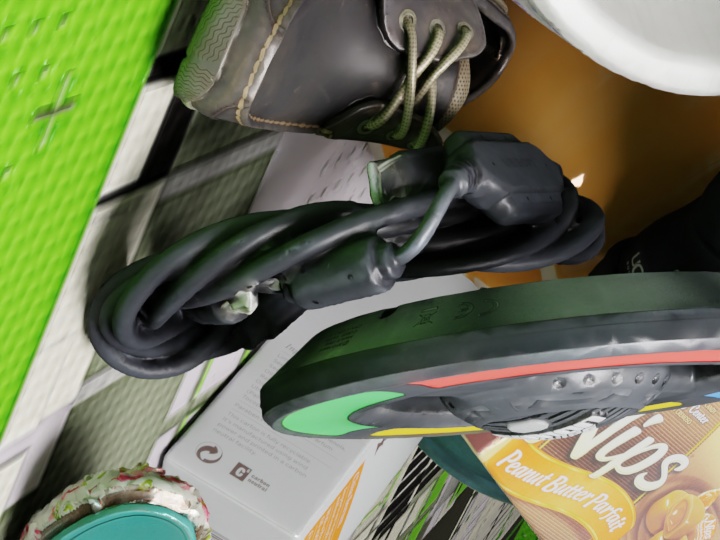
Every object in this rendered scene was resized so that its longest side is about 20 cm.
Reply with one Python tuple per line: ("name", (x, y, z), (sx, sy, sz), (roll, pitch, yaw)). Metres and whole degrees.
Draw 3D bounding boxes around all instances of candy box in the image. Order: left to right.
("candy box", (0.126, 0.087, 0.947), (0.115, 0.055, 0.200), (-36, 138, 0))

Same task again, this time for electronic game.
("electronic game", (0.065, 0.036, 0.647), (0.200, 0.200, 0.042), (50, 34, -78))

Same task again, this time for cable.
("cable", (0.000, 0.000, 0.669), (0.163, 0.051, 0.200), (-23, 176, 22))

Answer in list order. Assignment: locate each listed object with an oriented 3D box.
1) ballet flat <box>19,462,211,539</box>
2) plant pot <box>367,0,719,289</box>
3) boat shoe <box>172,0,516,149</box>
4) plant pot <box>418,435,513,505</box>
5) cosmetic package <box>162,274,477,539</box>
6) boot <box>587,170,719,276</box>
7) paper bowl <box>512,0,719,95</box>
("ballet flat", (-0.103, 0.123, 0.724), (0.064, 0.075, 0.200), (-92, -161, -44))
("plant pot", (0.107, -0.081, 0.824), (0.183, 0.200, 0.200), (-40, 163, -14))
("boat shoe", (0.007, -0.080, 0.634), (0.075, 0.073, 0.200), (-65, 167, 23))
("plant pot", (0.116, -0.006, 1.027), (0.200, 0.200, 0.196), (-52, 158, -34))
("cosmetic package", (-0.018, 0.074, 0.908), (0.200, 0.071, 0.102), (-50, 164, -42))
("boot", (0.204, -0.018, 0.724), (0.200, 0.077, 0.168), (1, 153, -29))
("paper bowl", (0.120, -0.170, 0.666), (0.201, 0.200, 0.104), (-63, -152, 13))
